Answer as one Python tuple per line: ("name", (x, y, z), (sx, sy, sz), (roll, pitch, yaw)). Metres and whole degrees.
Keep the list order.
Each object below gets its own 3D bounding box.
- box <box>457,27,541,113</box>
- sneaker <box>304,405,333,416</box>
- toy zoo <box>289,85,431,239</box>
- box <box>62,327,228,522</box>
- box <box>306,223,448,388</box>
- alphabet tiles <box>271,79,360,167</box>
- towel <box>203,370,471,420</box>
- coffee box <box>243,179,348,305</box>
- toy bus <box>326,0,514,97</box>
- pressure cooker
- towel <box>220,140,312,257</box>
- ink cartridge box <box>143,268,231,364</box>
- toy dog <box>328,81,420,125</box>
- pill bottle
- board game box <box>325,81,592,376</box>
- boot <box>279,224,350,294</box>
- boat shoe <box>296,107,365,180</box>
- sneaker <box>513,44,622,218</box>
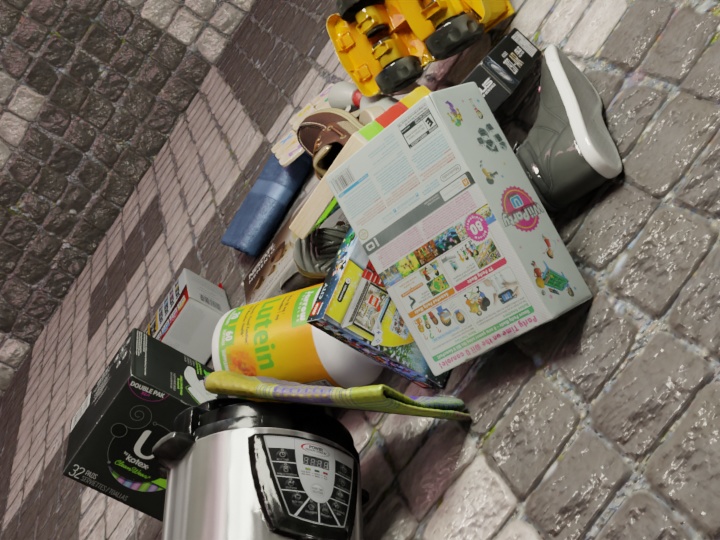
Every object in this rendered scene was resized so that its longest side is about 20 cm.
("box", (0.108, -0.166, 1.071), (0.160, 0.044, 0.200), (-46, 3, 29))
("sneaker", (-0.092, 0.178, 1.054), (0.075, 0.106, 0.200), (-46, 25, 30))
("toy zoo", (0.010, -0.118, 1.040), (0.131, 0.020, 0.200), (-52, -4, 37))
("box", (-0.213, 0.191, 1.173), (0.149, 0.200, 0.124), (-54, 21, 13))
("box", (0.051, -0.009, 0.954), (0.038, 0.136, 0.200), (-15, 47, 62))
("alphabet tiles", (-0.058, -0.240, 1.587), (0.196, 0.015, 0.200), (-40, 23, 3))
("towel", (-0.023, 0.107, 0.879), (0.200, 0.144, 0.023), (0, 78, 38))
("coffee box", (-0.058, -0.019, 1.277), (0.200, 0.080, 0.113), (-52, 23, 16))
("toy bus", (0.087, -0.315, 1.264), (0.200, 0.136, 0.192), (-31, -4, 33))
("pressure cooker", (-0.085, 0.205, 0.878), (0.178, 0.176, 0.200), (-8, 50, 7))
("towel", (-0.143, -0.114, 1.631), (0.200, 0.048, 0.112), (-59, 25, -5))
("ink cartridge box", (-0.294, 0.109, 1.616), (0.200, 0.084, 0.176), (-56, 21, 9))
("toy dog", (0.024, -0.180, 1.304), (0.200, 0.132, 0.097), (-105, 12, -67))
("pill bottle", (-0.042, 0.071, 1.036), (0.200, 0.111, 0.111), (-16, 43, 31))
("board game box", (0.077, -0.031, 0.851), (0.064, 0.200, 0.147), (-23, -7, -43))
("boot", (0.001, -0.002, 1.120), (0.200, 0.181, 0.073), (101, 169, -73))
("boat shoe", (-0.028, -0.142, 1.219), (0.072, 0.072, 0.200), (-27, 35, -27))
("sneaker", (0.170, -0.129, 0.939), (0.099, 0.071, 0.200), (-39, 32, 29))
